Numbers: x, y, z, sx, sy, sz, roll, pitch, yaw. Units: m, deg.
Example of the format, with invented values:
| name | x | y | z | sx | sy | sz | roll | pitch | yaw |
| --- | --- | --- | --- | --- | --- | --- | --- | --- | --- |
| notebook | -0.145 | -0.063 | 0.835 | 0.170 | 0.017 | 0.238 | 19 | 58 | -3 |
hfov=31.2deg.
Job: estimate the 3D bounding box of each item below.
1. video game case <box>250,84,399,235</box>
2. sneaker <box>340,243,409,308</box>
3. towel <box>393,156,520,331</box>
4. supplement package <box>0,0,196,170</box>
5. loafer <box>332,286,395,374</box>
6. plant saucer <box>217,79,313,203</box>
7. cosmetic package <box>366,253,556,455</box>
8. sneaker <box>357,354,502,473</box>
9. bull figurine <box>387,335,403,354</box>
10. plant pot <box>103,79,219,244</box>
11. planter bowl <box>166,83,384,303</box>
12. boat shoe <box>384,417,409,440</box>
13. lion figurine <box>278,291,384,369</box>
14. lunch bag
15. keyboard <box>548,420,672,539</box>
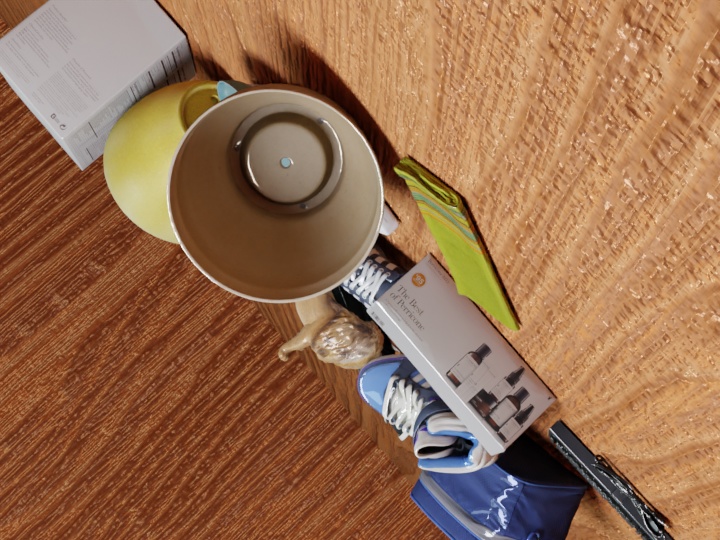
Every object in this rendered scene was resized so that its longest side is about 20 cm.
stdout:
| name | x | y | z | sx | sy | sz | roll | pitch | yaw |
| --- | --- | --- | --- | --- | --- | --- | --- | --- | --- |
| video game case | -0.049 | -0.124 | 1.401 | 0.183 | 0.024 | 0.200 | 52 | 170 | -19 |
| sneaker | 0.000 | 0.000 | 1.438 | 0.108 | 0.070 | 0.200 | 30 | -173 | -38 |
| towel | 0.091 | -0.019 | 1.182 | 0.086 | 0.018 | 0.201 | 43 | 169 | 41 |
| supplement package | -0.337 | -0.263 | 1.644 | 0.152 | 0.200 | 0.151 | 48 | 171 | 7 |
| loafer | -0.009 | 0.055 | 1.593 | 0.068 | 0.070 | 0.203 | -33 | -72 | -63 |
| plant saucer | -0.088 | -0.123 | 1.388 | 0.201 | 0.027 | 0.200 | 53 | 169 | 14 |
| cosmetic package | 0.104 | 0.086 | 1.332 | 0.200 | 0.082 | 0.051 | 48 | 160 | 3 |
| sneaker | 0.066 | 0.157 | 1.408 | 0.198 | 0.081 | 0.146 | 18 | -163 | 19 |
| bull figurine | 0.080 | 0.088 | 1.525 | 0.200 | 0.065 | 0.122 | 48 | 175 | 18 |
| plant pot | -0.198 | -0.152 | 1.572 | 0.200 | 0.200 | 0.142 | 49 | 144 | 0 |
| planter bowl | -0.074 | -0.088 | 1.225 | 0.201 | 0.199 | 0.135 | 51 | -166 | -15 |
| boat shoe | 0.060 | 0.164 | 1.594 | 0.060 | 0.076 | 0.200 | 41 | 167 | 3 |
| lion figurine | -0.055 | 0.031 | 1.529 | 0.072 | 0.122 | 0.202 | -22 | -94 | -56 |
| lunch bag | 0.162 | 0.272 | 1.516 | 0.135 | 0.134 | 0.200 | 12 | -164 | -34 |
| keyboard | 0.271 | 0.238 | 1.361 | 0.200 | 0.021 | 0.127 | 46 | 171 | 15 |
